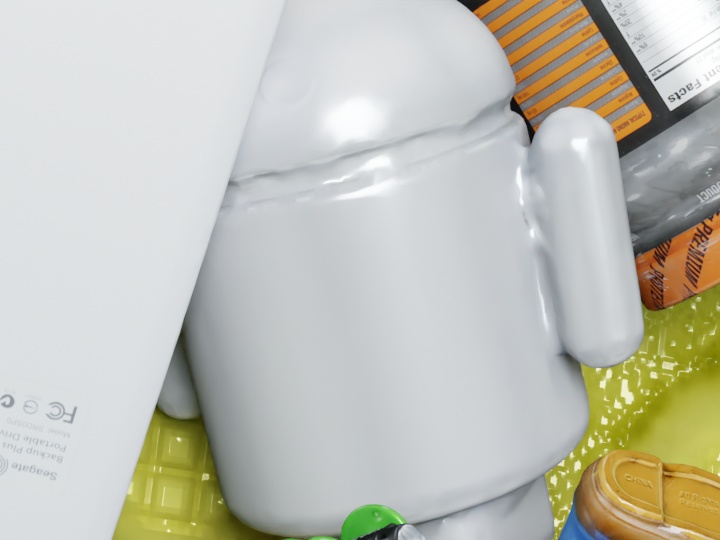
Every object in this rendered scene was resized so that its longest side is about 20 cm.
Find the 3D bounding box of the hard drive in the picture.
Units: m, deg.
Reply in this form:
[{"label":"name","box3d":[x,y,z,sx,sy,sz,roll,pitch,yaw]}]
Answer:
[{"label":"hard drive","box3d":[-0.108,-0.012,0.669,0.131,0.025,0.201,15,110,-12]}]

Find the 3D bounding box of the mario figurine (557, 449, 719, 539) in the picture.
[{"label":"mario figurine","box3d":[0.058,0.144,0.707,0.123,0.201,0.106,-11,56,-32]}]

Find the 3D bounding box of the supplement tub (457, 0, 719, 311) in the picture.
[{"label":"supplement tub","box3d":[0.078,-0.097,0.782,0.122,0.122,0.201,-32,92,-19]}]

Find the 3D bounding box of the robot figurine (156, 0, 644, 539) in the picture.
[{"label":"robot figurine","box3d":[0.000,0.000,0.736,0.168,0.113,0.202,-9,102,23]}]

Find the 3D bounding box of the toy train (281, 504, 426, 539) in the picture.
[{"label":"toy train","box3d":[-0.056,0.119,0.688,0.042,0.199,0.057,-24,89,-60]}]
